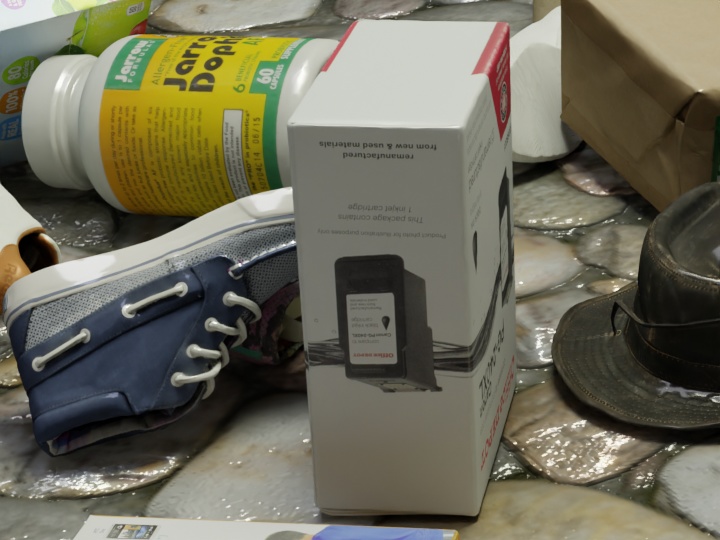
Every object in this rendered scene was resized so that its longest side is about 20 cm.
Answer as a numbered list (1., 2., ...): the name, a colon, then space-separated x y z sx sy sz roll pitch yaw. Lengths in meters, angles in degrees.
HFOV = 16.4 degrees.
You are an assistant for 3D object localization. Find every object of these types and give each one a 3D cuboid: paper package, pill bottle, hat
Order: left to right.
1. pill bottle: -0.101 -0.088 1.525 0.200 0.113 0.113 4 26 25
2. hat: 0.184 0.003 1.266 0.200 0.081 0.201 -8 23 3
3. paper package: 0.241 -0.122 1.478 0.200 0.104 0.191 -14 33 -18

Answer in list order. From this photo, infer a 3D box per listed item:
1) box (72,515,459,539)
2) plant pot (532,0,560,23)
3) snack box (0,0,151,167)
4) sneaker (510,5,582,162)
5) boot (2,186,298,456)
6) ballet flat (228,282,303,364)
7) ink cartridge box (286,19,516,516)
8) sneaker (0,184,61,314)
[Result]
1. box: -0.065 0.151 1.064 0.200 0.042 0.119 2 25 16
2. plant pot: 0.218 -0.285 1.792 0.200 0.177 0.200 -5 24 9
3. snack box: -0.243 -0.131 1.603 0.200 0.169 0.068 -17 65 -20
4. sneaker: 0.103 -0.115 1.596 0.088 0.075 0.200 -14 17 32
5. boot: -0.080 0.027 1.270 0.200 0.073 0.091 -19 66 6
6. ballet flat: 0.000 0.000 1.367 0.071 0.069 0.200 31 46 29
7. ink cartridge box: 0.025 -0.002 1.186 0.083 0.200 0.145 2 25 12
8. sneaker: -0.221 -0.012 1.474 0.085 0.073 0.200 21 15 -10
